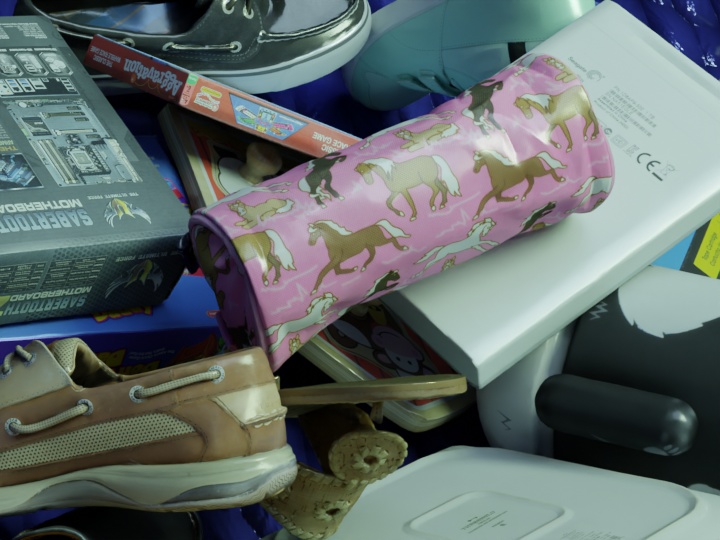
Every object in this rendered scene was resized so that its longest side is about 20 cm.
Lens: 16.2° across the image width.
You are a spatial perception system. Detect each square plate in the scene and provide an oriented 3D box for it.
[{"bbox_3d":[0.058,0.121,1.114,0.198,0.029,0.200,8,20,40],"label":"square plate"}]

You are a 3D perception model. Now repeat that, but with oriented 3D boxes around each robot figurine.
[{"bbox_3d":[0.155,0.060,1.230,0.200,0.150,0.125,13,62,23],"label":"robot figurine"}]

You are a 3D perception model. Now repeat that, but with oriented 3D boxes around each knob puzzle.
[{"bbox_3d":[0.000,0.000,1.272,0.219,0.030,0.220,33,25,-18],"label":"knob puzzle"}]

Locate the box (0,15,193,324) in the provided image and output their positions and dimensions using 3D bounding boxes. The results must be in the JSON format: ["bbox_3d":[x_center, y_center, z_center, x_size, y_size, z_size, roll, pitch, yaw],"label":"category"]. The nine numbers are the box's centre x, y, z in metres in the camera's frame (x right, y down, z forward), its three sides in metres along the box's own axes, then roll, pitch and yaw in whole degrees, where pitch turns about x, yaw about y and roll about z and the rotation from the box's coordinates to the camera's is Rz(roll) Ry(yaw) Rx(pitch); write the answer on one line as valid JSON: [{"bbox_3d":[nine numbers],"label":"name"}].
[{"bbox_3d":[-0.193,-0.045,1.140,0.200,0.051,0.158,-8,49,-42],"label":"box"}]

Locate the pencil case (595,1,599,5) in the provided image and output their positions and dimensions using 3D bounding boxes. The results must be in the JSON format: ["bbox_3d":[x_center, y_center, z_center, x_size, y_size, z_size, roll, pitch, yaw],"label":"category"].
[{"bbox_3d":[0.118,-0.074,1.449,0.087,0.078,0.200,5,39,-3],"label":"pencil case"}]

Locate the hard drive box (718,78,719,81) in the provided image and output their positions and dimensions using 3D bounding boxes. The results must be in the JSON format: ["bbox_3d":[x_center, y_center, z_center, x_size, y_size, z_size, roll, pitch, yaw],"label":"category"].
[{"bbox_3d":[0.305,-0.053,1.502,0.200,0.077,0.156,39,10,15],"label":"hard drive box"}]

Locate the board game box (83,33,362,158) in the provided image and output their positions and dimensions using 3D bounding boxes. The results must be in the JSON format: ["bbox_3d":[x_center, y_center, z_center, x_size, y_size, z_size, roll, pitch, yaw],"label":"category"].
[{"bbox_3d":[-0.036,-0.073,1.311,0.200,0.019,0.103,20,3,-36],"label":"board game box"}]

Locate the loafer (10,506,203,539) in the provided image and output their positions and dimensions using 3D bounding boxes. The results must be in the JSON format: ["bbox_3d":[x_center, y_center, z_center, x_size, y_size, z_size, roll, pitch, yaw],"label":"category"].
[{"bbox_3d":[-0.121,0.135,1.028,0.073,0.072,0.200,36,35,11],"label":"loafer"}]

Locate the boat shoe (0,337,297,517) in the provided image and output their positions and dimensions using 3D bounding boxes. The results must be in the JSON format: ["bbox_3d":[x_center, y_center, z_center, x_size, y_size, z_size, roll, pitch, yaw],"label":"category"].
[{"bbox_3d":[-0.125,0.062,1.053,0.199,0.072,0.076,-3,4,7],"label":"boat shoe"}]

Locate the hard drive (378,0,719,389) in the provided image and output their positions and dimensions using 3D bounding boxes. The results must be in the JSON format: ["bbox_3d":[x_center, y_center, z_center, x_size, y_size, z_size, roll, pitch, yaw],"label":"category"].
[{"bbox_3d":[0.090,-0.041,1.231,0.200,0.027,0.132,-35,56,-20],"label":"hard drive"}]

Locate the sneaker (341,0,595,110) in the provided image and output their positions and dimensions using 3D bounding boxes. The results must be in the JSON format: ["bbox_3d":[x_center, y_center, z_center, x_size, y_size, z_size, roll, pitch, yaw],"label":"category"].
[{"bbox_3d":[0.060,-0.094,1.377,0.074,0.200,0.118,-6,77,-34],"label":"sneaker"}]

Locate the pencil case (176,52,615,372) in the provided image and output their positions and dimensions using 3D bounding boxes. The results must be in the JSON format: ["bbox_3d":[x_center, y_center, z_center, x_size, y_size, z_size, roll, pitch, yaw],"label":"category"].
[{"bbox_3d":[0.020,-0.028,1.152,0.200,0.083,0.087,-27,21,-16],"label":"pencil case"}]

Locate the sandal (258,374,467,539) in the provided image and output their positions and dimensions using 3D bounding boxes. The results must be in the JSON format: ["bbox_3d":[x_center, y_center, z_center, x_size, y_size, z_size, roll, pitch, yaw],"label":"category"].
[{"bbox_3d":[-0.025,0.082,1.106,0.078,0.212,0.070,-3,90,-38],"label":"sandal"}]

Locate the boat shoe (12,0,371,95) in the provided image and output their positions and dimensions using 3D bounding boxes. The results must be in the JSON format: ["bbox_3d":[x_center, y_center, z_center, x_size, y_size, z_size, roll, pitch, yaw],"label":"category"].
[{"bbox_3d":[-0.088,-0.139,1.342,0.200,0.066,0.070,-4,54,-12],"label":"boat shoe"}]

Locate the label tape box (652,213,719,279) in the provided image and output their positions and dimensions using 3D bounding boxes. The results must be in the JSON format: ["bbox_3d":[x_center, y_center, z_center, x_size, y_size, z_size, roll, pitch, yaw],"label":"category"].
[{"bbox_3d":[0.215,0.026,1.384,0.200,0.063,0.144,37,35,-2],"label":"label tape box"}]

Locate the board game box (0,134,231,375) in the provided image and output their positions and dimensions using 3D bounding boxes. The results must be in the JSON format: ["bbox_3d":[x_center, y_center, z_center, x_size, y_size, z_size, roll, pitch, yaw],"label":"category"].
[{"bbox_3d":[-0.160,-0.002,1.193,0.200,0.045,0.135,-3,46,-37],"label":"board game box"}]
